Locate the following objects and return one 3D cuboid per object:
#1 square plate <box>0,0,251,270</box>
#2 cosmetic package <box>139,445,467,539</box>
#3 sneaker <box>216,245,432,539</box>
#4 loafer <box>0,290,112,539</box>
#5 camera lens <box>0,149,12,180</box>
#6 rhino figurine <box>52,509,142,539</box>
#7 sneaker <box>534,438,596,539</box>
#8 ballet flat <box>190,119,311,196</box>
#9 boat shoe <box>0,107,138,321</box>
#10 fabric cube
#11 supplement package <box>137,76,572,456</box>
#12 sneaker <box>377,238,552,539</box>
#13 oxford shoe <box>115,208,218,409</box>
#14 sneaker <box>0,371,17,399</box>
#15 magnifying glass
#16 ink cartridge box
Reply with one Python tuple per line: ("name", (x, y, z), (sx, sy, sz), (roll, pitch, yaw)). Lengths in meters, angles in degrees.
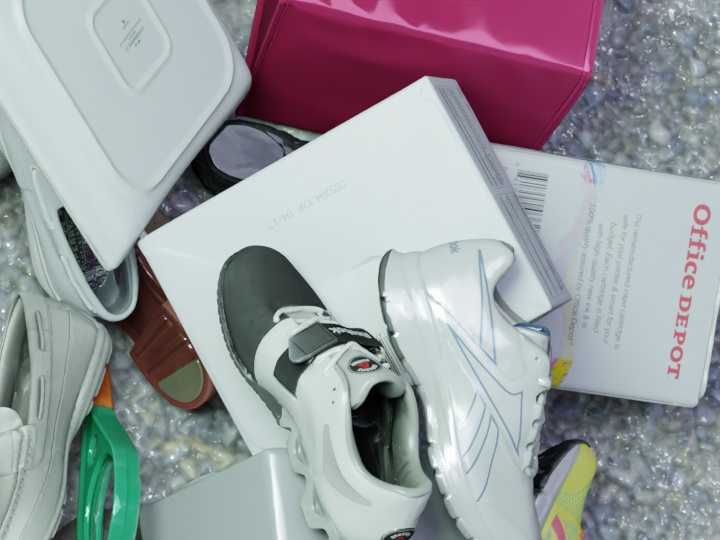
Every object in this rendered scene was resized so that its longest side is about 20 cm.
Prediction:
("square plate", (-0.145, -0.135, 1.624), (0.198, 0.028, 0.200), (60, 39, -25))
("cosmetic package", (-0.015, 0.216, 1.618), (0.165, 0.165, 0.201), (2, 73, -33))
("sneaker", (-0.011, 0.059, 1.531), (0.074, 0.089, 0.200), (-12, 65, -37))
("loafer", (-0.207, 0.106, 1.633), (0.070, 0.070, 0.201), (31, 55, -28))
("camera lens", (-0.231, -0.147, 1.716), (0.200, 0.160, 0.160), (-36, 83, -20))
("rhino figurine", (-0.162, 0.189, 1.675), (0.199, 0.060, 0.088), (-16, 67, -20))
("sneaker", (0.113, 0.203, 1.729), (0.090, 0.078, 0.201), (26, 74, -12))
("ballet flat", (-0.017, -0.044, 1.793), (0.200, 0.057, 0.067), (28, 80, -9))
("boat shoe", (-0.174, -0.057, 1.647), (0.072, 0.068, 0.201), (-25, 123, -32))
("fabric cube", (0.044, -0.199, 1.775), (0.199, 0.196, 0.201), (12, 71, -6))
("supplement package", (0.000, 0.000, 1.647), (0.200, 0.111, 0.156), (-29, 87, 12))
("sneaker", (0.073, 0.076, 1.550), (0.087, 0.075, 0.201), (-17, 97, 5))
("oxford shoe", (-0.133, -0.004, 1.753), (0.075, 0.070, 0.200), (-19, 72, -46))
("sneaker", (-0.314, 0.056, 1.689), (0.200, 0.075, 0.106), (33, 82, -2))
("magnifying glass", (-0.156, 0.104, 1.668), (0.022, 0.080, 0.200), (9, 38, -20))
("ink cartridge box", (0.123, 0.000, 1.757), (0.199, 0.086, 0.148), (10, 93, -15))
